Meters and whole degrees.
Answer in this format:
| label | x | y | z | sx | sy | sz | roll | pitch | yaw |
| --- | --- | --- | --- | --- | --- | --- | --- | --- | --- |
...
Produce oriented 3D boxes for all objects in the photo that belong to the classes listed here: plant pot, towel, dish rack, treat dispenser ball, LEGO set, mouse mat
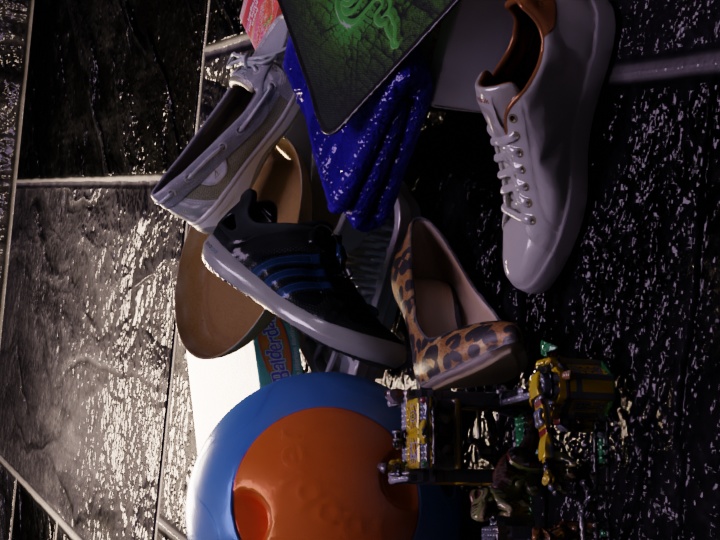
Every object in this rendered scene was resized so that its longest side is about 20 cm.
| label | x | y | z | sx | sy | sz | roll | pitch | yaw |
| --- | --- | --- | --- | --- | --- | --- | --- | --- | --- |
| plant pot | -0.096 | -0.018 | 1.251 | 0.200 | 0.027 | 0.201 | -35 | 44 | 43 |
| towel | -0.010 | -0.143 | 1.093 | 0.200 | 0.049 | 0.148 | -112 | 31 | -46 |
| dish rack | 0.000 | 0.000 | 1.254 | 0.172 | 0.043 | 0.201 | -122 | 43 | -57 |
| treat dispenser ball | -0.026 | 0.175 | 1.073 | 0.201 | 0.200 | 0.202 | -174 | 90 | -67 |
| LEGO set | 0.078 | 0.143 | 0.916 | 0.154 | 0.115 | 0.201 | 173 | 100 | -67 |
| mouse mat | 0.005 | -0.206 | 1.049 | 0.161 | 0.008 | 0.200 | -46 | 39 | 25 |

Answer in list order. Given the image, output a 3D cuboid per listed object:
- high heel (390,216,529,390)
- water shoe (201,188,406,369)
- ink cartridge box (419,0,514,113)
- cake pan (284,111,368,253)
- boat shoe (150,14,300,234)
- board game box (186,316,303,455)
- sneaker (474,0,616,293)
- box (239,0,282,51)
| label | x | y | z | sx | sy | sz | roll | pitch | yaw |
| --- | --- | --- | --- | --- | --- | --- | --- | --- | --- |
| high heel | 0.066 | 0.014 | 1.051 | 0.200 | 0.071 | 0.143 | 140 | 126 | -71 |
| water shoe | -0.037 | 0.002 | 1.104 | 0.200 | 0.071 | 0.079 | 31 | 91 | 31 |
| ink cartridge box | 0.070 | -0.214 | 1.082 | 0.200 | 0.084 | 0.145 | -128 | 48 | -57 |
| cake pan | -0.023 | -0.101 | 1.232 | 0.200 | 0.037 | 0.201 | -174 | 90 | -67 |
| boat shoe | -0.102 | -0.131 | 1.239 | 0.203 | 0.065 | 0.074 | -60 | 30 | -1 |
| board game box | -0.106 | 0.104 | 1.339 | 0.200 | 0.045 | 0.153 | 129 | 137 | -56 |
| sneaker | 0.105 | -0.085 | 0.974 | 0.073 | 0.084 | 0.201 | -151 | 67 | -63 |
| box | -0.027 | -0.284 | 1.309 | 0.095 | 0.102 | 0.201 | -116 | 40 | -51 |
